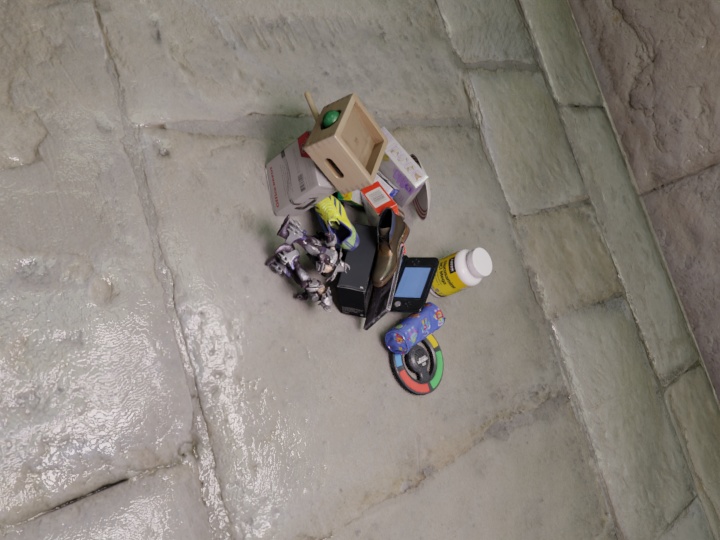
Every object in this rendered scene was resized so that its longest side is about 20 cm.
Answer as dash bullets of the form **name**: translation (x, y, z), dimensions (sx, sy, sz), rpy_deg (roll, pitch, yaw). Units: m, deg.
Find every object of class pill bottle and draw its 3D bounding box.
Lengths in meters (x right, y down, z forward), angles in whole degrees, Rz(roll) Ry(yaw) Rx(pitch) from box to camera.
- **pill bottle**: translation (0.295, 0.003, 1.826), dimensions (0.111, 0.199, 0.114), rpy_deg (16, 63, -34)

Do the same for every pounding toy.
- **pounding toy**: translation (-0.054, -0.322, 1.459), dimensions (0.200, 0.141, 0.186), rpy_deg (47, 47, -33)

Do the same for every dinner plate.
- **dinner plate**: translation (0.181, -0.254, 1.845), dimensions (0.024, 0.200, 0.204), rpy_deg (-13, 80, -9)

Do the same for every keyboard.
- **keyboard**: translation (-0.092, -0.050, 1.587), dimensions (0.128, 0.021, 0.200), rpy_deg (52, 19, 4)

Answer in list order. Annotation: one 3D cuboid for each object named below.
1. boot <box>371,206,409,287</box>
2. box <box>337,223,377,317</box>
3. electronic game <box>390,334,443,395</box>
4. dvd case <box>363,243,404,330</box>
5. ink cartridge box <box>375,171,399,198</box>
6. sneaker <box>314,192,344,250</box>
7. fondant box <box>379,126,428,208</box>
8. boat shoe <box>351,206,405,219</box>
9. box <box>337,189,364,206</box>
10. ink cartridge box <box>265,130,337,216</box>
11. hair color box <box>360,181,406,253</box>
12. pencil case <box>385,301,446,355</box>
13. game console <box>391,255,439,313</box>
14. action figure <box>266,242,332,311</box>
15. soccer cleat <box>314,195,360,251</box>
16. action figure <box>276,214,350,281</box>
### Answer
- **boot**: translation (0.058, -0.063, 1.550), dimensions (0.097, 0.074, 0.202), rpy_deg (51, 51, -44)
- **box**: translation (0.000, 0.000, 1.617), dimensions (0.077, 0.142, 0.203), rpy_deg (11, 59, 6)
- **electronic game**: translation (0.163, 0.252, 1.729), dimensions (0.198, 0.041, 0.203), rpy_deg (16, 64, -35)
- **dvd case**: translation (0.062, 0.044, 1.606), dimensions (0.016, 0.149, 0.203), rpy_deg (23, 58, -13)
- **ink cartridge box**: translation (0.019, -0.283, 1.744), dimensions (0.200, 0.044, 0.094), rpy_deg (44, 14, 8)
- **sneaker**: translation (-0.073, -0.159, 1.647), dimensions (0.202, 0.077, 0.070), rpy_deg (64, 20, 6)
- **fondant box**: translation (0.096, -0.300, 1.781), dimensions (0.058, 0.144, 0.200), rpy_deg (-40, 84, -22)
- **boat shoe**: translation (0.054, -0.200, 1.792), dimensions (0.198, 0.075, 0.073), rpy_deg (24, 57, -33)
- **box**: translation (-0.016, -0.282, 1.639), dimensions (0.117, 0.048, 0.204), rpy_deg (11, 87, -72)
- **ink cartridge box**: translation (-0.148, -0.243, 1.556), dimensions (0.082, 0.199, 0.149), rpy_deg (-3, 75, -43)
- **hair color box**: translation (0.065, -0.133, 1.678), dimensions (0.063, 0.201, 0.111), rpy_deg (-27, 52, -10)
- **pencil case**: translation (0.154, 0.164, 1.690), dimensions (0.199, 0.077, 0.088), rpy_deg (-30, 113, -42)
- **game console**: translation (0.112, 0.007, 1.736), dimensions (0.119, 0.168, 0.202), rpy_deg (60, 42, -41)
- **action figure**: translation (-0.139, 0.028, 1.502), dimensions (0.200, 0.130, 0.069), rpy_deg (47, 61, 5)
- **soccer cleat**: translation (-0.069, -0.136, 1.563), dimensions (0.201, 0.064, 0.084), rpy_deg (56, 13, 24)
- **action figure**: translation (-0.106, -0.053, 1.461), dimensions (0.199, 0.070, 0.131), rpy_deg (34, 27, -14)
